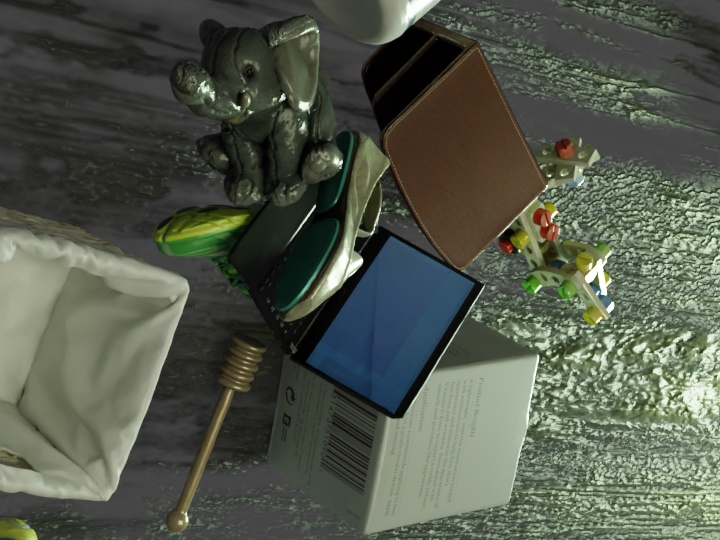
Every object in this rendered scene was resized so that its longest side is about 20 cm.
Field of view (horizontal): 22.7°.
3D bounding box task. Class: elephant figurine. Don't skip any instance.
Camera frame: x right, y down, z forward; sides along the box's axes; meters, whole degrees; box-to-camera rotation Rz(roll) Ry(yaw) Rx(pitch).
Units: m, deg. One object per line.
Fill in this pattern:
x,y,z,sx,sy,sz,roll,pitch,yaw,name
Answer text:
-0.089,-0.161,1.523,0.141,0.156,0.201,-26,137,-4,elephant figurine

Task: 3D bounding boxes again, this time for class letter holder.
0.071,-0.116,1.723,0.142,0.100,0.201,-46,133,-14,letter holder

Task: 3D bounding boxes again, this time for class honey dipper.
-0.143,0.157,1.699,0.038,0.038,0.201,15,101,-45,honey dipper

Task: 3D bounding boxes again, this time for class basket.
-0.278,0.054,1.427,0.197,0.160,0.202,16,99,-45,basket

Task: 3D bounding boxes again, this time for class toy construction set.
0.198,-0.047,1.847,0.092,0.131,0.201,-31,127,-29,toy construction set

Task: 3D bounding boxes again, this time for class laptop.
0.000,0.000,1.618,0.178,0.103,0.201,-56,134,-33,laptop

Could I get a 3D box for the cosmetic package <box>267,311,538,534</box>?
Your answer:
0.041,0.138,1.765,0.199,0.165,0.166,-4,113,-40,cosmetic package

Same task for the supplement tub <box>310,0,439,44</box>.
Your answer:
0.045,-0.311,1.575,0.200,0.145,0.146,-42,132,-20,supplement tub

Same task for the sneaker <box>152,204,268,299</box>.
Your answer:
-0.100,-0.015,1.624,0.199,0.074,0.084,4,94,-44,sneaker

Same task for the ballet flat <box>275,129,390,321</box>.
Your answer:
-0.016,-0.033,1.571,0.062,0.067,0.201,35,59,-29,ballet flat

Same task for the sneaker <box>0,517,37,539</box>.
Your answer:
-0.328,0.318,1.547,0.075,0.105,0.202,16,93,-27,sneaker
